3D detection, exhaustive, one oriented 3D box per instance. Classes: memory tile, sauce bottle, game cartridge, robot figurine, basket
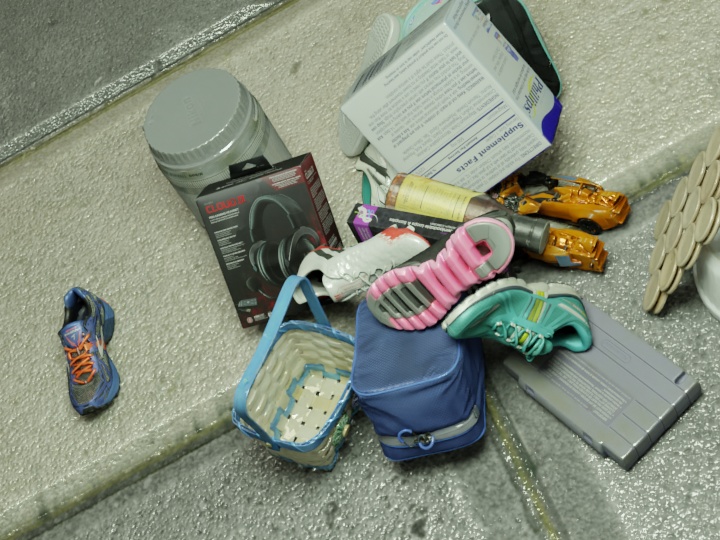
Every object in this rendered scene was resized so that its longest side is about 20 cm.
[{"bbox_3d":[0.365,-0.054,1.541,0.017,0.201,0.155,18,57,-3],"label":"memory tile"},{"bbox_3d":[0.128,-0.064,1.652,0.198,0.066,0.067,18,64,17],"label":"sauce bottle"},{"bbox_3d":[0.268,0.122,1.554,0.130,0.038,0.200,-46,50,-5],"label":"game cartridge"},{"bbox_3d":[0.222,-0.067,1.695,0.198,0.058,0.146,13,61,33],"label":"robot figurine"},{"bbox_3d":[-0.073,0.125,1.603,0.138,0.201,0.178,10,62,31],"label":"basket"}]

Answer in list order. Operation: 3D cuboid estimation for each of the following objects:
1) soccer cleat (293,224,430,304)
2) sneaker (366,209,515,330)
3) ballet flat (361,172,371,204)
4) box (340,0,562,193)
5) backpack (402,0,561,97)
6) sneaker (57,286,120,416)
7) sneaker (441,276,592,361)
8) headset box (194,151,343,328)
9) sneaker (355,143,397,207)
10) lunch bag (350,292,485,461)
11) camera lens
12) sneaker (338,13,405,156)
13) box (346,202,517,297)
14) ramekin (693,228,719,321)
[{"bbox_3d":[0.000,0.000,1.624,0.198,0.069,0.085,-8,34,41],"label":"soccer cleat"},{"bbox_3d":[0.095,-0.005,1.535,0.199,0.079,0.096,-31,13,27],"label":"sneaker"},{"bbox_3d":[0.047,-0.169,1.837,0.070,0.070,0.203,11,97,32],"label":"ballet flat"},{"bbox_3d":[0.113,-0.199,1.689,0.183,0.200,0.105,-35,16,33],"label":"box"},{"bbox_3d":[0.149,-0.285,1.796,0.174,0.201,0.154,-29,44,5],"label":"backpack"},{"bbox_3d":[-0.373,0.107,1.848,0.075,0.079,0.202,-24,49,9],"label":"sneaker"},{"bbox_3d":[0.179,0.057,1.518,0.078,0.198,0.080,-52,49,43],"label":"sneaker"},{"bbox_3d":[-0.109,-0.047,1.749,0.147,0.202,0.077,-15,15,14],"label":"headset box"},{"bbox_3d":[0.062,-0.080,1.768,0.087,0.075,0.202,-36,68,30],"label":"sneaker"},{"bbox_3d":[0.073,0.122,1.579,0.134,0.133,0.201,-13,39,17],"label":"lunch bag"},{"bbox_3d":[-0.184,-0.152,1.862,0.158,0.201,0.162,-13,51,17],"label":"camera lens"},{"bbox_3d":[0.048,-0.244,1.903,0.074,0.117,0.203,40,114,47],"label":"sneaker"},{"bbox_3d":[0.093,-0.011,1.661,0.198,0.144,0.036,11,58,32],"label":"box"},{"bbox_3d":[0.461,-0.032,1.529,0.200,0.095,0.204,-13,51,17],"label":"ramekin"}]
